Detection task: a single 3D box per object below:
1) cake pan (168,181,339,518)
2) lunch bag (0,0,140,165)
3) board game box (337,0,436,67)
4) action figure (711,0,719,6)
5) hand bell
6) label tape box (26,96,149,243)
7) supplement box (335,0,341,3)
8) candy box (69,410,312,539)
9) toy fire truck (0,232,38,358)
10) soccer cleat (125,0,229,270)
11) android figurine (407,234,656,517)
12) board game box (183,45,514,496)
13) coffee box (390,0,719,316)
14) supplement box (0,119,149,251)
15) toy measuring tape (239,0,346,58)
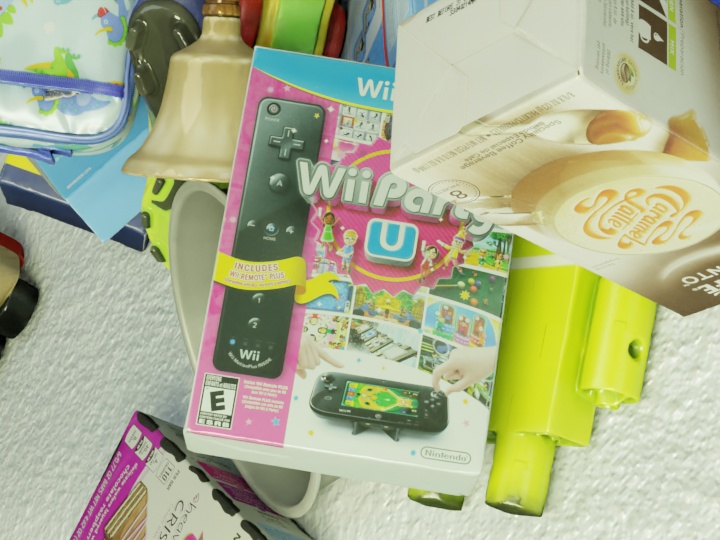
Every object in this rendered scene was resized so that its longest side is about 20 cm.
[{"bbox_3d":[-0.055,0.040,1.034,0.200,0.037,0.201,48,148,45],"label":"cake pan"},{"bbox_3d":[-0.228,-0.153,1.111,0.082,0.199,0.162,153,124,-85],"label":"lunch bag"},{"bbox_3d":[0.012,-0.126,1.058,0.200,0.036,0.152,117,158,-48],"label":"board game box"},{"bbox_3d":[0.184,-0.134,0.904,0.200,0.052,0.066,7,70,59],"label":"action figure"},{"bbox_3d":[-0.076,-0.151,0.998,0.104,0.104,0.201,10,98,54],"label":"hand bell"},{"bbox_3d":[-0.181,-0.142,1.187,0.144,0.200,0.063,-41,0,-9],"label":"label tape box"},{"bbox_3d":[-0.037,-0.286,1.126,0.200,0.134,0.201,121,170,-79],"label":"supplement box"},{"bbox_3d":[-0.105,0.187,1.081,0.200,0.061,0.137,32,96,54],"label":"candy box"},{"bbox_3d":[-0.359,0.009,1.481,0.176,0.128,0.200,-52,26,19],"label":"toy fire truck"},{"bbox_3d":[-0.100,-0.086,1.108,0.064,0.201,0.084,7,34,15],"label":"soccer cleat"},{"bbox_3d":[0.080,0.028,0.950,0.182,0.041,0.201,-7,65,51],"label":"android figurine"},{"bbox_3d":[0.000,0.000,0.910,0.064,0.147,0.201,95,-176,-73],"label":"board game box"},{"bbox_3d":[0.124,-0.060,0.805,0.114,0.199,0.080,-24,53,44],"label":"coffee box"},{"bbox_3d":[-0.168,-0.129,1.275,0.110,0.108,0.201,146,144,-81],"label":"supplement box"},{"bbox_3d":[-0.035,-0.143,1.048,0.074,0.073,0.200,-68,13,-4],"label":"toy measuring tape"}]
